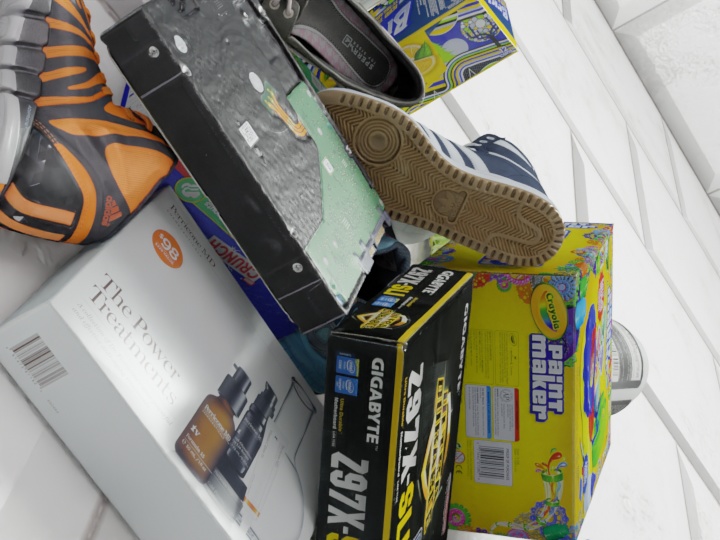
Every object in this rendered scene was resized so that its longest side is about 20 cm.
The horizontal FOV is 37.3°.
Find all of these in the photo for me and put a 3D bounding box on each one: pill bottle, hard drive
[{"bbox_3d":[0.231,0.101,1.119,0.200,0.113,0.114,11,56,-61],"label":"pill bottle"},{"bbox_3d":[-0.058,-0.078,0.632,0.200,0.038,0.140,56,26,-17],"label":"hard drive"}]

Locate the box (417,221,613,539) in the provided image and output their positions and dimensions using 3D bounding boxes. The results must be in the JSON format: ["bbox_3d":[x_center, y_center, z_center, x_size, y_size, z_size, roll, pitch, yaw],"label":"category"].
[{"bbox_3d":[0.127,0.075,0.843,0.193,0.121,0.201,-35,125,-65],"label":"box"}]

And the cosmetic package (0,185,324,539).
[{"bbox_3d":[-0.094,0.071,0.591,0.200,0.051,0.151,56,23,-16],"label":"cosmetic package"}]

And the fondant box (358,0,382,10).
[{"bbox_3d":[-0.053,-0.323,0.965,0.201,0.058,0.144,58,-6,-15],"label":"fondant box"}]

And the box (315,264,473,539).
[{"bbox_3d":[0.022,0.112,0.658,0.160,0.049,0.201,-32,128,-66],"label":"box"}]

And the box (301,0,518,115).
[{"bbox_3d":[0.022,-0.167,0.864,0.070,0.199,0.065,39,34,-40],"label":"box"}]

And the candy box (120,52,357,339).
[{"bbox_3d":[-0.080,-0.082,0.731,0.169,0.077,0.201,44,32,-36],"label":"candy box"}]

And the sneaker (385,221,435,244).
[{"bbox_3d":[0.040,-0.078,0.874,0.200,0.080,0.077,72,10,-72],"label":"sneaker"}]

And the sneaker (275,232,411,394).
[{"bbox_3d":[0.000,0.000,0.785,0.079,0.095,0.201,45,31,-35],"label":"sneaker"}]

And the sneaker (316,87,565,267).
[{"bbox_3d":[0.050,-0.076,0.765,0.199,0.070,0.109,27,22,-9],"label":"sneaker"}]

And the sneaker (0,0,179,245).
[{"bbox_3d":[-0.159,-0.101,0.587,0.112,0.077,0.201,24,56,-41],"label":"sneaker"}]

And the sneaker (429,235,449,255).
[{"bbox_3d":[0.099,-0.020,1.023,0.076,0.075,0.201,30,39,-50],"label":"sneaker"}]

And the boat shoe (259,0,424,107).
[{"bbox_3d":[-0.025,-0.174,0.739,0.057,0.067,0.200,27,-3,46],"label":"boat shoe"}]
